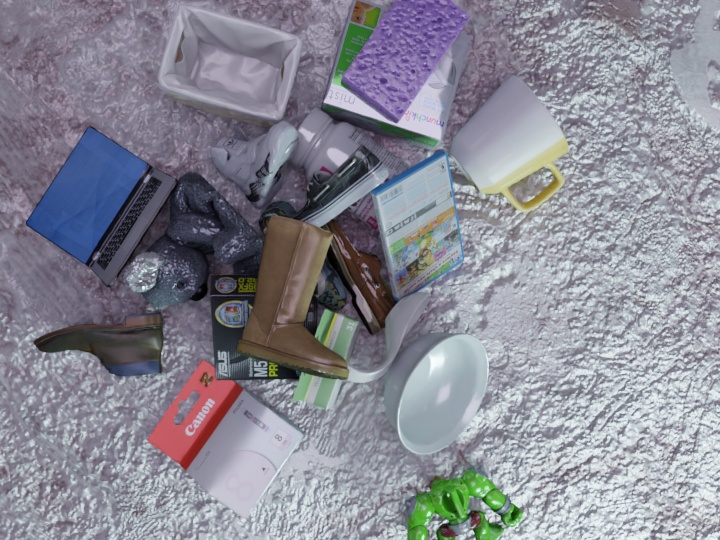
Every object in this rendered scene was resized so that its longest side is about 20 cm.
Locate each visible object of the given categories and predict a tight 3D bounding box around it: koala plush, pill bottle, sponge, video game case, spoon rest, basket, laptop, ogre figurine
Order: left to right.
[{"bbox_3d":[-0.399,-0.102,1.512,0.115,0.200,0.188,34,86,-29],"label":"laptop"},{"bbox_3d":[-0.266,-0.025,1.509,0.200,0.177,0.184,-44,79,-4],"label":"koala plush"},{"bbox_3d":[-0.200,-0.311,1.537,0.198,0.123,0.137,16,87,-5],"label":"basket"},{"bbox_3d":[-0.015,-0.160,1.552,0.199,0.113,0.114,35,86,-2],"label":"pill bottle"},{"bbox_3d":[0.046,0.105,1.506,0.061,0.100,0.200,41,57,13],"label":"spoon rest"},{"bbox_3d":[0.070,-0.341,1.512,0.111,0.030,0.201,35,83,-3],"label":"sponge"},{"bbox_3d":[0.092,-0.066,1.529,0.142,0.018,0.202,-32,127,-25],"label":"video game case"},{"bbox_3d":[0.153,0.386,1.559,0.198,0.098,0.121,-18,101,7],"label":"ogre figurine"}]

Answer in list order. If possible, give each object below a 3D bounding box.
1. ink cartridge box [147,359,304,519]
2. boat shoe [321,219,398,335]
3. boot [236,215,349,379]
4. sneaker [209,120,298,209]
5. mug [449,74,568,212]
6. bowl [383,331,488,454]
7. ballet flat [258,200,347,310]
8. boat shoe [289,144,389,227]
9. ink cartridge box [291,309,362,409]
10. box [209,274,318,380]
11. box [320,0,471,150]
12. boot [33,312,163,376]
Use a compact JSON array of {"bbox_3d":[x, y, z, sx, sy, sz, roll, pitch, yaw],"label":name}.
[{"bbox_3d":[-0.214,0.265,1.557,0.199,0.057,0.163,36,86,-7],"label":"ink cartridge box"},{"bbox_3d":[0.000,0.000,1.575,0.067,0.072,0.202,-29,101,-9],"label":"boat shoe"},{"bbox_3d":[-0.075,0.037,1.379,0.173,0.066,0.202,15,80,9],"label":"boot"},{"bbox_3d":[-0.167,-0.181,1.508,0.115,0.200,0.075,38,60,5],"label":"sneaker"},{"bbox_3d":[0.236,-0.187,1.561,0.153,0.149,0.187,-38,85,3],"label":"mug"},{"bbox_3d":[0.102,0.177,1.543,0.200,0.090,0.204,-20,121,-36],"label":"bowl"},{"bbox_3d":[-0.097,-0.015,1.560,0.074,0.074,0.201,-35,86,-5],"label":"ballet flat"},{"bbox_3d":[-0.046,-0.121,1.483,0.199,0.072,0.071,-34,98,27],"label":"boat shoe"},{"bbox_3d":[-0.047,0.136,1.496,0.047,0.200,0.147,19,87,5],"label":"ink cartridge box"},{"bbox_3d":[-0.146,0.089,1.502,0.158,0.201,0.045,0,46,-6],"label":"box"},{"bbox_3d":[0.053,-0.308,1.571,0.198,0.097,0.179,18,85,-5],"label":"box"},{"bbox_3d":[-0.402,0.128,1.533,0.197,0.075,0.098,-10,86,-7],"label":"boot"}]
